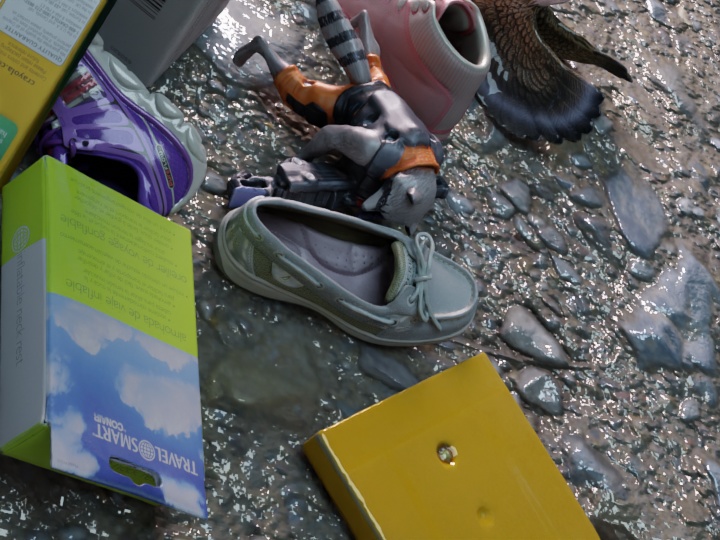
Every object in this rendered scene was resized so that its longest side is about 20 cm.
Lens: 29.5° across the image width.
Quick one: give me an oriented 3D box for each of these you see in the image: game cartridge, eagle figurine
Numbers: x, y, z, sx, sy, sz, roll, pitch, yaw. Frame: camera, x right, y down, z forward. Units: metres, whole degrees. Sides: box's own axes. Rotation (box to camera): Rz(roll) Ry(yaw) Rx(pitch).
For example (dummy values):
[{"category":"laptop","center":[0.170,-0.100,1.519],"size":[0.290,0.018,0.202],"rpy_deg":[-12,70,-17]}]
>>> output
[{"category":"game cartridge","center":[0.074,0.169,0.907],"size":[0.175,0.032,0.201],"rpy_deg":[-20,74,-43]},{"category":"eagle figurine","center":[0.146,-0.219,1.197],"size":[0.150,0.151,0.202],"rpy_deg":[-28,111,-6]}]

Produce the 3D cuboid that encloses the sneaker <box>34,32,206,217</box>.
[{"category":"sneaker","center":[-0.191,-0.106,0.881],"size":[0.199,0.081,0.084],"rpy_deg":[39,57,-2]}]

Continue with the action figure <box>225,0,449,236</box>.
[{"category":"action figure","center":[-0.015,-0.107,0.992],"size":[0.199,0.105,0.194],"rpy_deg":[-12,58,-42]}]

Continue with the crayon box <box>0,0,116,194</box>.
[{"category":"crayon box","center":[-0.243,-0.129,0.820],"size":[0.125,0.052,0.202],"rpy_deg":[30,79,-8]}]

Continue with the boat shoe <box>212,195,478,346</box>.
[{"category":"boat shoe","center":[0.000,-0.002,0.939],"size":[0.200,0.065,0.075],"rpy_deg":[20,64,-21]}]

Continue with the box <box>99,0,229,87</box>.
[{"category":"box","center":[-0.155,-0.277,0.939],"size":[0.199,0.199,0.131],"rpy_deg":[39,43,-5]}]

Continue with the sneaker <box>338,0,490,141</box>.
[{"category":"sneaker","center":[0.039,-0.212,1.105],"size":[0.075,0.105,0.202],"rpy_deg":[-15,67,-40]}]

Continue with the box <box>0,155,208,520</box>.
[{"category":"box","center":[-0.149,0.045,0.794],"size":[0.121,0.047,0.202],"rpy_deg":[29,42,-44]}]
